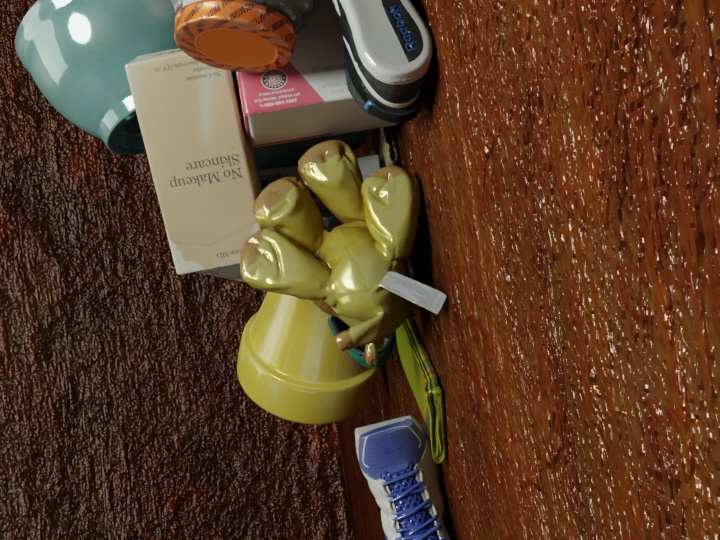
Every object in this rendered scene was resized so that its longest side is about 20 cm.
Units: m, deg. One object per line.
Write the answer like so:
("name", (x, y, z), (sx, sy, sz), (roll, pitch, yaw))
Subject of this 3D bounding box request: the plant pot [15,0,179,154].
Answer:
("plant pot", (-0.231, -0.204, 0.999), (0.134, 0.200, 0.200), (62, 170, 12))

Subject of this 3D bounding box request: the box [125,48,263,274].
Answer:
("box", (-0.147, -0.106, 0.913), (0.078, 0.095, 0.200), (-100, -2, -71))

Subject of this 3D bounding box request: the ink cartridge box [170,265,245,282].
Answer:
("ink cartridge box", (-0.105, -0.014, 1.104), (0.200, 0.162, 0.050), (-2, 78, 60))

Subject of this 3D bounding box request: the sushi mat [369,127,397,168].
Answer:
("sushi mat", (0.022, -0.108, 1.058), (0.200, 0.012, 0.096), (95, 165, -66))

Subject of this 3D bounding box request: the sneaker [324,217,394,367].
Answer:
("sneaker", (-0.007, 0.020, 1.157), (0.121, 0.083, 0.200), (96, 157, -87))

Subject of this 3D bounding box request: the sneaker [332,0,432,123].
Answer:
("sneaker", (0.003, -0.210, 0.789), (0.112, 0.073, 0.200), (99, 161, -66))

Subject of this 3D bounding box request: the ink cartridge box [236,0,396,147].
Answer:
("ink cartridge box", (-0.048, -0.230, 0.894), (0.085, 0.145, 0.200), (93, 167, -75))

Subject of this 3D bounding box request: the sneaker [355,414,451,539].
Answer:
("sneaker", (0.058, 0.251, 0.967), (0.115, 0.080, 0.200), (-125, 20, -69))

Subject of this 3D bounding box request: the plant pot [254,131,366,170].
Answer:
("plant pot", (-0.073, -0.199, 1.042), (0.201, 0.161, 0.201), (180, 90, -85))

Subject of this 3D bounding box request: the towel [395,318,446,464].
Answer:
("towel", (0.057, 0.108, 1.009), (0.200, 0.018, 0.086), (-110, 13, -63))

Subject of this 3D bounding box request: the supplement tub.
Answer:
("supplement tub", (-0.092, -0.274, 0.798), (0.123, 0.122, 0.200), (105, 171, -76))

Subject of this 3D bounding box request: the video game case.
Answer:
("video game case", (-0.075, -0.081, 1.077), (0.200, 0.181, 0.046), (158, 103, -85))

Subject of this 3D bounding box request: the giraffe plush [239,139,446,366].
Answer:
("giraffe plush", (0.000, 0.000, 0.915), (0.200, 0.173, 0.162), (43, 172, 18))

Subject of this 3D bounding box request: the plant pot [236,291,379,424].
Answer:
("plant pot", (-0.059, 0.075, 1.338), (0.201, 0.200, 0.189), (-106, 26, -53))
